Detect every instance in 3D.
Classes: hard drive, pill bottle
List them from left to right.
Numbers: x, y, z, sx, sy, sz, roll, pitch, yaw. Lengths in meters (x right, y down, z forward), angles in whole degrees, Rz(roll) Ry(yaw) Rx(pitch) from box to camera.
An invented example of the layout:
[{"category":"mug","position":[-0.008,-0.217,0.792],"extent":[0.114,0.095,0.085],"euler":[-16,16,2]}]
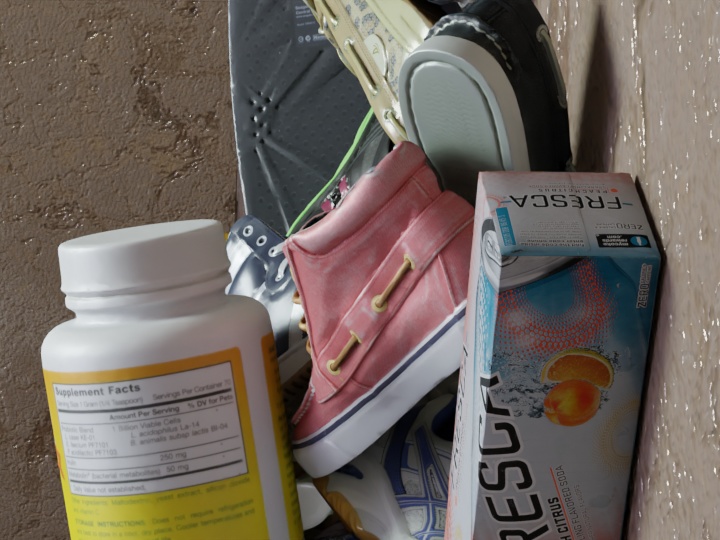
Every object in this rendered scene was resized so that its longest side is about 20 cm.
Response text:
[{"category":"pill bottle","position":[-0.087,0.080,1.172],"extent":[0.109,0.109,0.200],"euler":[-139,41,-82]},{"category":"hard drive","position":[-0.002,-0.093,1.399],"extent":[0.042,0.135,0.200],"euler":[42,-138,-76]}]

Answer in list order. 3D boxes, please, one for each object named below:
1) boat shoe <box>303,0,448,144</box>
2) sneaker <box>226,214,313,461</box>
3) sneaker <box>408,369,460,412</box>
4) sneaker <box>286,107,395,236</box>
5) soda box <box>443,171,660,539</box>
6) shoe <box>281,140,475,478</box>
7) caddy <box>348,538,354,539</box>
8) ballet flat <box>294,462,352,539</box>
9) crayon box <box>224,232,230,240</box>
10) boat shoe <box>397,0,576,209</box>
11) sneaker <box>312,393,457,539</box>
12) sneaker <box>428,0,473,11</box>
[{"category":"boat shoe","position":[0.007,-0.123,1.299],"extent":[0.063,0.073,0.200],"euler":[-54,27,10]},{"category":"sneaker","position":[0.000,0.000,1.226],"extent":[0.200,0.070,0.109],"euler":[-39,47,29]},{"category":"sneaker","position":[0.045,0.099,1.261],"extent":[0.081,0.076,0.200],"euler":[49,-138,-63]},{"category":"sneaker","position":[0.010,-0.019,1.313],"extent":[0.200,0.077,0.084],"euler":[-66,20,0]},{"category":"soda box","position":[0.073,0.061,1.007],"extent":[0.068,0.064,0.200],"euler":[-100,11,-58]},{"category":"shoe","position":[0.002,0.018,1.109],"extent":[0.091,0.071,0.200],"euler":[47,144,1]},{"category":"caddy","position":[0.001,0.086,1.459],"extent":[0.141,0.105,0.200],"euler":[-98,11,-48]},{"category":"ballet flat","position":[-0.037,0.122,1.362],"extent":[0.200,0.072,0.072],"euler":[-24,64,57]},{"category":"crayon box","position":[-0.093,0.063,1.372],"extent":[0.200,0.052,0.126],"euler":[-80,-2,-62]},{"category":"boat shoe","position":[0.066,-0.031,1.099],"extent":[0.060,0.076,0.200],"euler":[-48,-33,-35]},{"category":"sneaker","position":[0.054,0.120,1.137],"extent":[0.200,0.088,0.075],"euler":[46,171,49]},{"category":"sneaker","position":[0.049,-0.187,1.286],"extent":[0.200,0.077,0.080],"euler":[-120,48,-68]}]
